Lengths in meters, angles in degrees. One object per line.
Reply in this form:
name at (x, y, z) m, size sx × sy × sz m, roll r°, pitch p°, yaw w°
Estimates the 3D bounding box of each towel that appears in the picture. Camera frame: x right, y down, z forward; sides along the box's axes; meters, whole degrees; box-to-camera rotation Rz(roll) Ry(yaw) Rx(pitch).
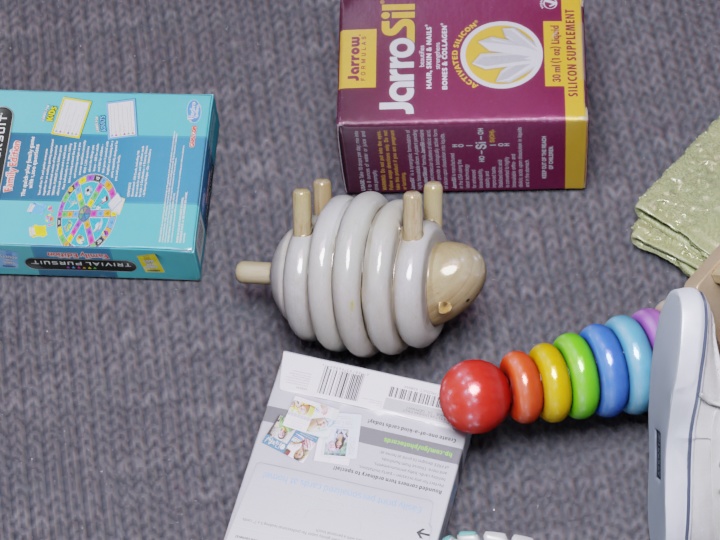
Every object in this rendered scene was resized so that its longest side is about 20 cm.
towel at (0.321, -0.062, 1.825) m, size 0.148 × 0.037 × 0.200 m, roll 34°, pitch 67°, yaw 23°

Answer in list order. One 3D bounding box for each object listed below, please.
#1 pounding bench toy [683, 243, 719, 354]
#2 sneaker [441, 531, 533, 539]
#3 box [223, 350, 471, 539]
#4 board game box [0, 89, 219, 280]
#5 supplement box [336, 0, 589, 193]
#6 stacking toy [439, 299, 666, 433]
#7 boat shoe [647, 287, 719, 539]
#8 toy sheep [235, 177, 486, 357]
pounding bench toy at (0.369, 0.006, 1.682) m, size 0.155 × 0.125 × 0.200 m, roll 6°, pitch 42°, yaw 48°
sneaker at (0.150, 0.241, 1.643) m, size 0.198 × 0.078 × 0.092 m, roll 3°, pitch 75°, yaw 10°
box at (-0.011, 0.168, 1.705) m, size 0.155 × 0.041 × 0.201 m, roll 11°, pitch 59°, yaw 10°
board game box at (-0.221, -0.070, 1.862) m, size 0.198 × 0.047 × 0.152 m, roll 2°, pitch 59°, yaw 6°
supplement box at (0.083, -0.143, 1.851) m, size 0.198 × 0.103 × 0.132 m, roll -2°, pitch 59°, yaw 4°
stacking toy at (0.155, 0.080, 1.704) m, size 0.198 × 0.086 × 0.086 m, roll -11°, pitch 58°, yaw -14°
boat shoe at (0.256, 0.111, 1.654) m, size 0.085 × 0.075 × 0.204 m, roll -2°, pitch 101°, yaw -8°
toy sheep at (0.000, 0.000, 1.757) m, size 0.198 × 0.138 × 0.139 m, roll 3°, pitch 58°, yaw 22°
